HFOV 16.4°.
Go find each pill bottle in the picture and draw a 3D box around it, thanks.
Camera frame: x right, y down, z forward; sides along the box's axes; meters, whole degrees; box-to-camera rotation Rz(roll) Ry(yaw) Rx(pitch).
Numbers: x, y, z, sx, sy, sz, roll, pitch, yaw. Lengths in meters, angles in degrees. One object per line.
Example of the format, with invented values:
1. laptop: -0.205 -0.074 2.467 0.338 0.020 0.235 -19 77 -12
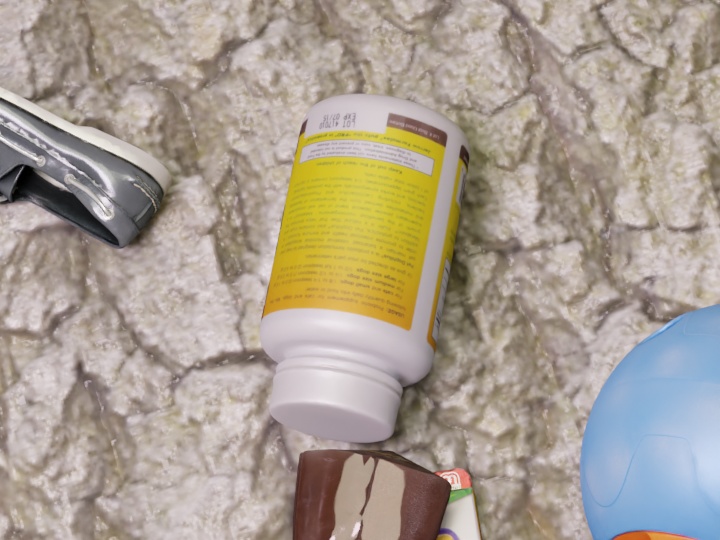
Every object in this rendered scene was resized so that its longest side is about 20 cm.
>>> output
1. pill bottle: 0.000 0.000 1.541 0.109 0.109 0.200 8 71 8

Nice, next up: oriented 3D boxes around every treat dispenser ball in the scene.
1. treat dispenser ball: 0.227 0.117 1.431 0.201 0.201 0.201 -2 70 4

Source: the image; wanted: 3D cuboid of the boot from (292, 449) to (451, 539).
1. boot: 0.035 0.201 1.467 0.186 0.064 0.200 10 68 9

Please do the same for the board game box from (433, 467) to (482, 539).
1. board game box: 0.035 0.219 1.504 0.095 0.030 0.200 -9 67 2

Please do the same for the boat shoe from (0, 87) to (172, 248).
1. boat shoe: -0.223 -0.072 1.606 0.200 0.073 0.062 21 69 7
